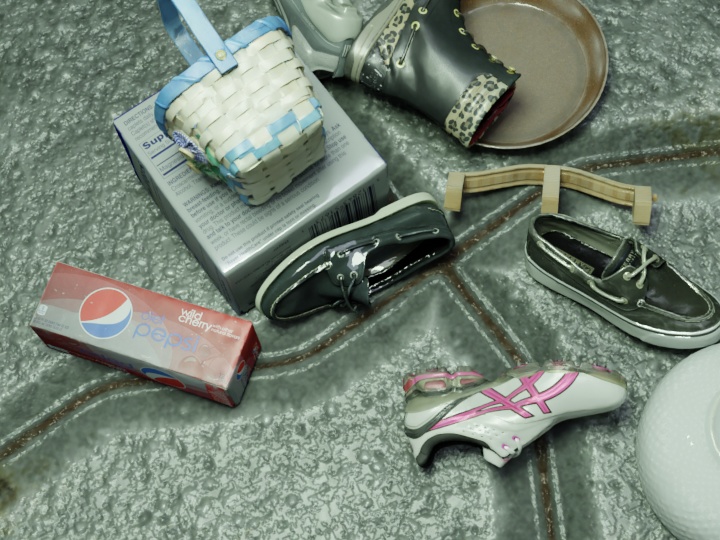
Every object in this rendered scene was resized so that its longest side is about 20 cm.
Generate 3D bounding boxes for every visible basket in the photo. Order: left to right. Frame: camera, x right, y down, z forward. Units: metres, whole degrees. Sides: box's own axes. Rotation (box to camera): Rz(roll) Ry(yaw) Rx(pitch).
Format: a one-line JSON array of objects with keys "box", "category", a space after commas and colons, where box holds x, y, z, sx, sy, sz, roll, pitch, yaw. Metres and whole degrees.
[{"box": [-0.120, -0.167, 1.186, 0.139, 0.176, 0.201, -31, 79, -4], "category": "basket"}]

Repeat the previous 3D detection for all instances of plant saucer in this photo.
[{"box": [0.146, -0.204, 1.375, 0.198, 0.032, 0.202, -1, 67, 3], "category": "plant saucer"}]

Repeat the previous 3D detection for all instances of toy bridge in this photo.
[{"box": [0.181, -0.076, 1.305, 0.198, 0.027, 0.067, 5, 33, 7], "category": "toy bridge"}]

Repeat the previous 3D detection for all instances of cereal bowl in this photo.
[{"box": [0.339, 0.148, 1.183, 0.198, 0.083, 0.202, -2, 65, 3], "category": "cereal bowl"}]

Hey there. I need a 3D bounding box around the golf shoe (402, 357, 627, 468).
[{"box": [0.137, 0.128, 1.215, 0.198, 0.073, 0.093, -7, 72, 12], "category": "golf shoe"}]

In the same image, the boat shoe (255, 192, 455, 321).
[{"box": [0.000, 0.001, 1.275, 0.198, 0.075, 0.066, -26, 55, -17], "category": "boat shoe"}]

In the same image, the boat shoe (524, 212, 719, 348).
[{"box": [0.239, 0.007, 1.248, 0.199, 0.064, 0.071, 23, 61, 18], "category": "boat shoe"}]

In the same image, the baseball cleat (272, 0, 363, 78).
[{"box": [-0.070, -0.258, 1.394, 0.069, 0.107, 0.200, 2, 30, -33], "category": "baseball cleat"}]

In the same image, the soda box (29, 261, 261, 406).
[{"box": [-0.196, 0.059, 1.269, 0.199, 0.063, 0.070, 17, 70, 10], "category": "soda box"}]

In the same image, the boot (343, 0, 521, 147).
[{"box": [0.098, -0.228, 1.338, 0.153, 0.074, 0.204, 35, 75, 13], "category": "boot"}]

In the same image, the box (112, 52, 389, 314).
[{"box": [-0.101, -0.098, 1.307, 0.183, 0.105, 0.200, -34, 69, -10], "category": "box"}]
